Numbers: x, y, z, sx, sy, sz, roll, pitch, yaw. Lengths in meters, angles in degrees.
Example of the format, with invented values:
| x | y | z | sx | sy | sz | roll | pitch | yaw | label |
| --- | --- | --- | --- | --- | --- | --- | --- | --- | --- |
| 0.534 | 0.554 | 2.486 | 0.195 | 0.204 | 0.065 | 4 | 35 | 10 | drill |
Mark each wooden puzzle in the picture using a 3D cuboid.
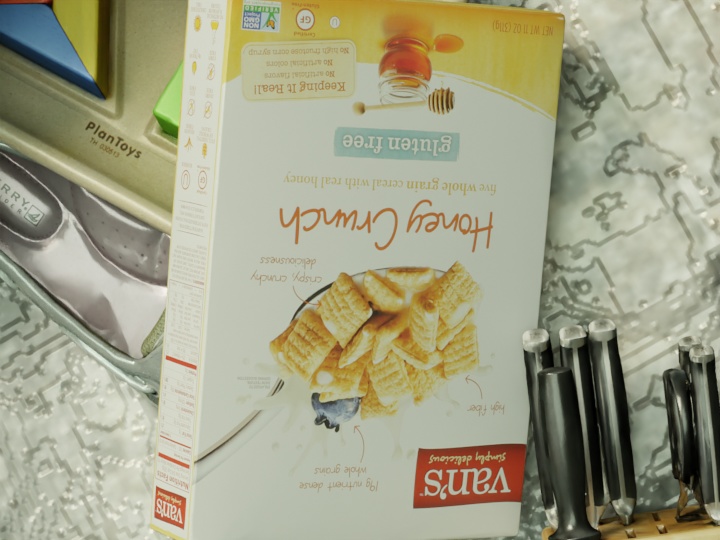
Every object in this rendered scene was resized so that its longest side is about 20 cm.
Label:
| x | y | z | sx | sy | sz | roll | pitch | yaw | label |
| --- | --- | --- | --- | --- | --- | --- | --- | --- | --- |
| -0.057 | -0.118 | 1.031 | 0.185 | 0.046 | 0.200 | 29 | 77 | 10 | wooden puzzle |

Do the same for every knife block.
| x | y | z | sx | sy | sz | roll | pitch | yaw | label |
| --- | --- | --- | --- | --- | --- | --- | --- | --- | --- |
| 0.092 | 0.126 | 0.995 | 0.175 | 0.064 | 0.200 | 38 | 94 | 0 | knife block |

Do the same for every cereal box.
| x | y | z | sx | sy | sz | roll | pitch | yaw | label |
| --- | --- | --- | --- | --- | --- | --- | --- | --- | --- |
| 0.000 | 0.000 | 0.991 | 0.144 | 0.040 | 0.200 | 0 | 97 | -31 | cereal box |

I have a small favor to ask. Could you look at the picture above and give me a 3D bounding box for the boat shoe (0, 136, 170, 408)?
| x | y | z | sx | sy | sz | roll | pitch | yaw | label |
| --- | --- | --- | --- | --- | --- | --- | --- | --- | --- |
| -0.088 | 0.004 | 1.045 | 0.202 | 0.065 | 0.074 | 36 | 94 | 9 | boat shoe |
